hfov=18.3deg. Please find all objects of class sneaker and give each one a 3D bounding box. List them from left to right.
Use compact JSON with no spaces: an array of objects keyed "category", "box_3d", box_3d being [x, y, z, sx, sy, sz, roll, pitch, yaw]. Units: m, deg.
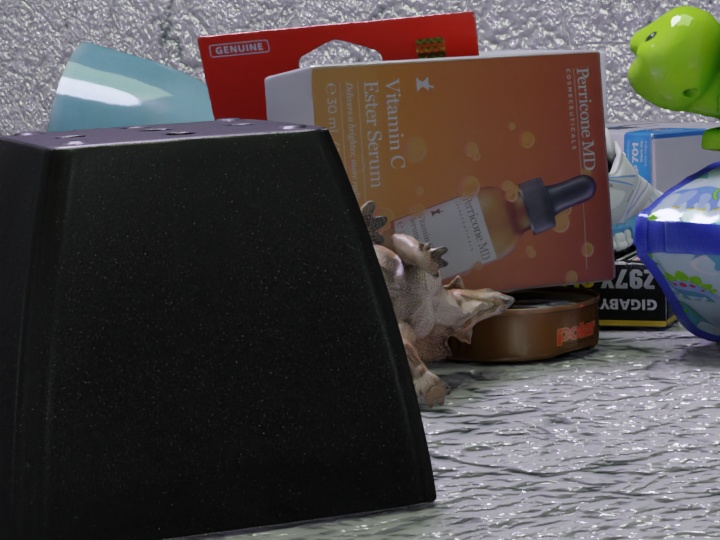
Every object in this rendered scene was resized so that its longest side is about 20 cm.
[{"category":"sneaker","box_3d":[0.181,-0.061,1.615,0.075,0.087,0.200,-2,5,19]}]

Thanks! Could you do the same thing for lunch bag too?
[{"category":"lunch bag","box_3d":[0.288,-0.016,1.413,0.169,0.128,0.200,2,-1,32]}]

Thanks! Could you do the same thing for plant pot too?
[{"category":"plant pot","box_3d":[-0.217,-0.118,2.268,0.160,0.202,0.201,11,9,7]},{"category":"plant pot","box_3d":[-0.091,0.020,1.075,0.199,0.178,0.199,-4,7,-19]}]

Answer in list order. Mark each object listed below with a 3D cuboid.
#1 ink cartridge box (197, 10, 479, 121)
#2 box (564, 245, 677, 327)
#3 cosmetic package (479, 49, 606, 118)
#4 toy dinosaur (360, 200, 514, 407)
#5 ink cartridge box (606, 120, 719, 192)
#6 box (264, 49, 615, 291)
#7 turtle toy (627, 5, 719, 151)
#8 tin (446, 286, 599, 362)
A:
[{"category":"ink cartridge box","box_3d":[-0.006,-0.086,1.554,0.199,0.174,0.044,-5,36,8]},{"category":"box","box_3d":[0.168,0.004,1.629,0.159,0.050,0.200,2,8,20]},{"category":"cosmetic package","box_3d":[0.164,-0.169,2.584,0.167,0.167,0.200,-6,8,-28]},{"category":"toy dinosaur","box_3d":[-0.003,0.009,1.321,0.199,0.086,0.136,29,-3,-13]},{"category":"ink cartridge box","box_3d":[0.306,-0.114,2.406,0.146,0.086,0.200,-7,9,-32]},{"category":"box","box_3d":[0.051,-0.060,1.450,0.199,0.153,0.106,-6,2,-17]},{"category":"turtle toy","box_3d":[0.270,-0.124,1.425,0.199,0.102,0.146,-4,8,16]},{"category":"tin","box_3d":[0.070,0.032,1.486,0.199,0.042,0.112,3,13,44]}]
